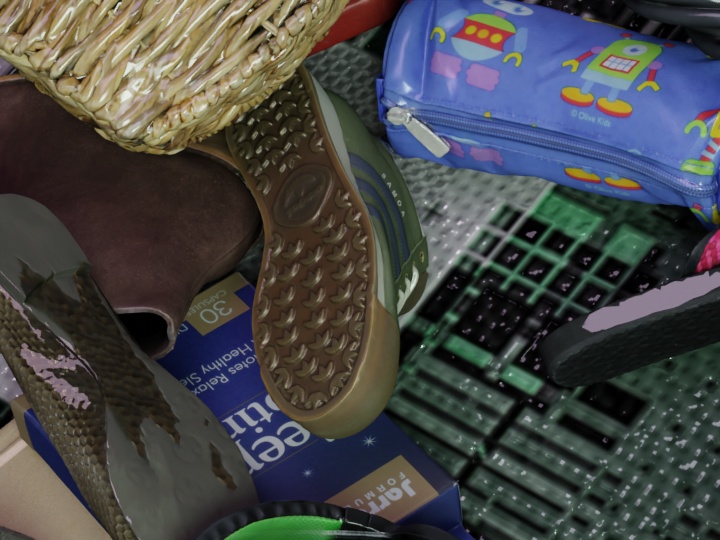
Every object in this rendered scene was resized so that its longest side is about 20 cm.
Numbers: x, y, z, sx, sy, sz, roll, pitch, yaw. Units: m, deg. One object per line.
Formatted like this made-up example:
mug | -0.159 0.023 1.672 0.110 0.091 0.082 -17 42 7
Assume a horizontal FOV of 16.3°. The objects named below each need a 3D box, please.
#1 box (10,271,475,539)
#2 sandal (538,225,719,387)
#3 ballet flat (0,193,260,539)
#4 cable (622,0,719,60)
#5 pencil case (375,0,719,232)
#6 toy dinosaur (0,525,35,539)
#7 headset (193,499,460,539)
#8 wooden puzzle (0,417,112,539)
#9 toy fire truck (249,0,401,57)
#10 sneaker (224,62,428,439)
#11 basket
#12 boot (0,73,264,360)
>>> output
box | -0.044 0.088 1.049 0.121 0.032 0.200 -30 49 -21
sandal | 0.164 -0.007 1.024 0.200 0.075 0.045 -20 66 11
ballet flat | -0.105 0.057 1.009 0.067 0.046 0.200 -21 68 -43
cable | 0.177 -0.123 1.080 0.200 0.051 0.163 16 31 16
pencil case | 0.096 -0.069 1.095 0.200 0.078 0.087 17 41 31
toy dinosaur | -0.172 0.136 1.011 0.200 0.077 0.102 -8 56 16
headset | 0.025 0.145 0.930 0.200 0.094 0.124 20 44 -5
wooden puzzle | -0.152 0.163 1.057 0.200 0.037 0.185 -36 50 -12
toy fire truck | -0.015 -0.180 1.206 0.200 0.112 0.168 -22 58 6
sneaker | 0.000 0.000 1.075 0.067 0.090 0.200 -34 44 21
basket | -0.067 -0.149 1.106 0.143 0.149 0.200 36 87 2
boot | -0.145 -0.022 1.128 0.200 0.073 0.166 3 31 19
